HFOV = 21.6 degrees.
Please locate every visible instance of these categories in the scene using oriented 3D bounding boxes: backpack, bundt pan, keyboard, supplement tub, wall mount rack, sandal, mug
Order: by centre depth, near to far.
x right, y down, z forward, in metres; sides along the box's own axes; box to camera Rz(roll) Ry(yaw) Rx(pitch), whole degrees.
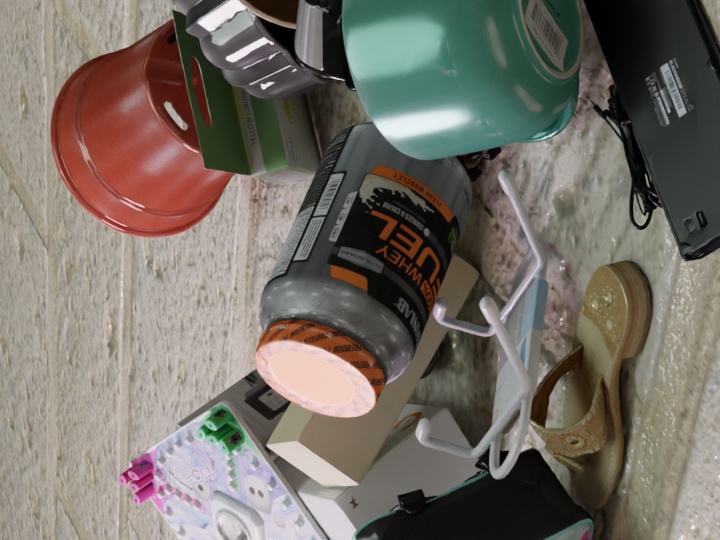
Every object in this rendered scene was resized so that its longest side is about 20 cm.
[{"bbox_3d":[0.199,-0.107,1.195,0.104,0.039,0.202,-33,66,41],"label":"keyboard"},{"bbox_3d":[0.085,-0.158,1.241,0.114,0.184,0.153,-11,92,35],"label":"mug"},{"bbox_3d":[0.095,0.036,1.328,0.174,0.074,0.201,118,166,-49],"label":"wall mount rack"},{"bbox_3d":[0.146,0.087,1.336,0.078,0.069,0.213,-125,33,-45],"label":"sandal"},{"bbox_3d":[0.096,0.252,1.394,0.154,0.175,0.201,54,162,32],"label":"backpack"},{"bbox_3d":[0.000,0.000,1.401,0.201,0.122,0.123,-68,6,-30],"label":"supplement tub"},{"bbox_3d":[-0.094,-0.230,1.596,0.075,0.201,0.203,-29,68,23],"label":"bundt pan"}]

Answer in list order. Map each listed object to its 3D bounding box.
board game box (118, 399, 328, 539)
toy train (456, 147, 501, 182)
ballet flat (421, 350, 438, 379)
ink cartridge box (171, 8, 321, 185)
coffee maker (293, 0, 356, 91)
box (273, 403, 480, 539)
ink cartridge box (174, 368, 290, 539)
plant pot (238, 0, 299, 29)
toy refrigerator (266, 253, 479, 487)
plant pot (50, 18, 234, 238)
[{"bbox_3d":[-0.109,0.226,1.622,0.201,0.026,0.200,55,143,-1],"label":"board game box"},{"bbox_3d":[0.088,-0.104,1.418,0.200,0.045,0.034,128,127,-61],"label":"toy train"},{"bbox_3d":[0.018,0.052,1.663,0.200,0.046,0.068,25,89,57],"label":"ballet flat"},{"bbox_3d":[-0.097,-0.157,1.686,0.200,0.048,0.147,6,-109,-74],"label":"ink cartridge box"},{"bbox_3d":[0.035,-0.228,1.352,0.191,0.135,0.201,28,141,31],"label":"coffee maker"},{"bbox_3d":[0.010,0.185,1.597,0.098,0.124,0.200,56,161,-12],"label":"box"},{"bbox_3d":[-0.082,0.146,1.720,0.067,0.200,0.116,37,139,23],"label":"ink cartridge box"},{"bbox_3d":[-0.045,-0.319,1.508,0.200,0.185,0.188,-110,20,-56],"label":"plant pot"},{"bbox_3d":[0.013,0.072,1.501,0.201,0.070,0.076,-60,15,-19],"label":"toy refrigerator"},{"bbox_3d":[-0.180,-0.155,1.863,0.195,0.199,0.203,-28,75,58],"label":"plant pot"}]
